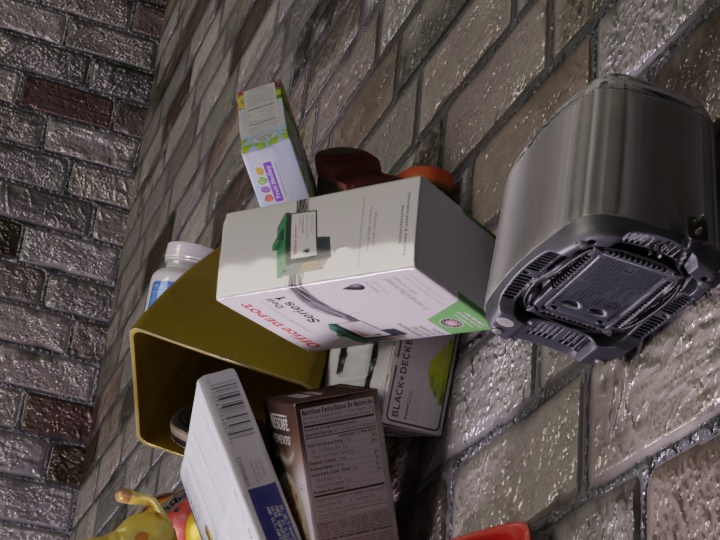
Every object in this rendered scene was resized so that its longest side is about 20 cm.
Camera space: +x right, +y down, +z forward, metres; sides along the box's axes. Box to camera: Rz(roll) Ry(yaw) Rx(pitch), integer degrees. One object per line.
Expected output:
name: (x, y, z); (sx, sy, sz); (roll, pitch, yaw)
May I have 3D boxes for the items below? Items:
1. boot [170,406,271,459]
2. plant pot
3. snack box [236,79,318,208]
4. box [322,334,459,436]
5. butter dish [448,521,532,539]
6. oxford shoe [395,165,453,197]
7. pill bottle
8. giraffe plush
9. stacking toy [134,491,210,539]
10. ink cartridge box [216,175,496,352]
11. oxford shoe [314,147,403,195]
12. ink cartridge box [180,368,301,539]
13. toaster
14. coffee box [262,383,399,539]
boot: (-0.109, 0.231, 1.531); (0.073, 0.199, 0.151); (-67, -6, -62)
plant pot: (-0.115, 0.088, 1.608); (0.201, 0.199, 0.177); (96, -166, -49)
snack box: (-0.067, -0.065, 1.477); (0.143, 0.053, 0.201); (-100, -7, -60)
box: (0.024, 0.095, 1.413); (0.200, 0.060, 0.118); (158, 125, -71)
butter dish: (0.026, 0.279, 1.097); (0.199, 0.147, 0.201); (140, 141, -64)
oxford shoe: (0.028, -0.028, 1.490); (0.200, 0.071, 0.073); (132, 144, -57)
pill bottle: (-0.279, 0.062, 2.356); (0.112, 0.111, 0.202); (155, 128, -69)
giraffe plush: (-0.200, 0.327, 1.467); (0.200, 0.173, 0.162); (-46, 52, 1)
stacking toy: (-0.177, 0.322, 1.839); (0.199, 0.146, 0.147); (-28, 47, 44)
ink cartridge box: (0.000, 0.000, 1.265); (0.199, 0.146, 0.085); (-10, 63, 33)
oxford shoe: (0.011, -0.051, 1.413); (0.200, 0.070, 0.074); (-126, 33, -60)
ink cartridge box: (-0.109, 0.222, 1.380); (0.200, 0.040, 0.201); (111, 140, -56)
toaster: (0.159, -0.036, 0.980); (0.200, 0.113, 0.130); (128, 154, -57)
coffee box: (-0.022, 0.205, 1.321); (0.114, 0.079, 0.202); (171, 91, -72)
